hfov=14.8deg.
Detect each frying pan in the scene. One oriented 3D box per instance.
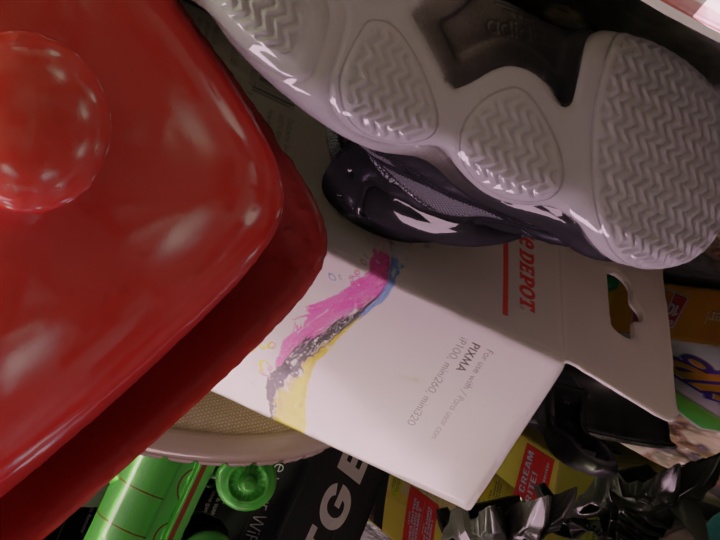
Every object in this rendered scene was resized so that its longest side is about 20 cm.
[{"bbox_3d":[0.051,0.042,0.962,0.114,0.031,0.190,13,180,14],"label":"frying pan"}]

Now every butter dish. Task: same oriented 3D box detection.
[{"bbox_3d":[-0.105,-0.028,0.711,0.200,0.200,0.148,53,157,-10],"label":"butter dish"}]

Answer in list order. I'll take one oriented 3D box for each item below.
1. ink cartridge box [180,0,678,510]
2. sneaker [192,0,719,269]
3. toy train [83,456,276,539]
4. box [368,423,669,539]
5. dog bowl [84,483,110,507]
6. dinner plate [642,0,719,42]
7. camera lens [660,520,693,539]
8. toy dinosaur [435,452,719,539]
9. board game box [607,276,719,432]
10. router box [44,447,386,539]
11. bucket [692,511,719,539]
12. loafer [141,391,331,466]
[{"bbox_3d":[0.000,0.000,0.888,0.199,0.068,0.117,26,-151,-11],"label":"ink cartridge box"},{"bbox_3d":[0.004,-0.057,0.783,0.199,0.076,0.114,30,163,-25],"label":"sneaker"},{"bbox_3d":[-0.050,0.048,0.990,0.056,0.201,0.042,25,-176,-15],"label":"toy train"},{"bbox_3d":[0.051,0.084,1.075,0.050,0.076,0.200,9,-171,-22],"label":"box"},{"bbox_3d":[-0.141,0.030,1.067,0.199,0.201,0.059,10,146,36],"label":"dog bowl"},{"bbox_3d":[0.117,-0.088,0.629,0.199,0.024,0.200,20,163,6],"label":"dinner plate"},{"bbox_3d":[0.192,0.206,1.236,0.199,0.161,0.160,11,161,36],"label":"camera lens"},{"bbox_3d":[0.076,0.137,0.908,0.199,0.137,0.102,-12,178,30],"label":"toy dinosaur"},{"bbox_3d":[0.165,0.038,0.975,0.199,0.030,0.095,11,161,44],"label":"board game box"},{"bbox_3d":[-0.065,0.077,1.086,0.148,0.201,0.051,9,159,38],"label":"router box"},{"bbox_3d":[0.194,0.162,0.950,0.134,0.208,0.207,34,160,-28],"label":"bucket"},{"bbox_3d":[-0.095,0.009,0.916,0.199,0.069,0.076,19,-170,8],"label":"loafer"}]
